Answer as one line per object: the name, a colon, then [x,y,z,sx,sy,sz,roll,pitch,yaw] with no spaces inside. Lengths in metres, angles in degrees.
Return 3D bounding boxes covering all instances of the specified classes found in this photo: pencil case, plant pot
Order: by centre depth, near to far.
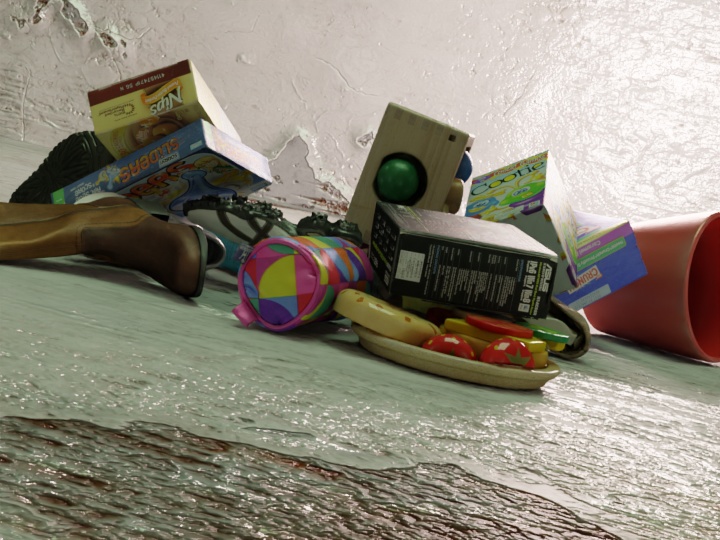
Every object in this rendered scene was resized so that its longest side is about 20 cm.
pencil case: [-0.050,0.010,1.245,0.087,0.090,0.200,14,4,16]
plant pot: [0.400,0.019,1.807,0.176,0.203,0.199,3,-3,41]

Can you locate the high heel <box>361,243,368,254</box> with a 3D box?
high heel: [0.000,0.000,1.600,0.198,0.068,0.095,11,9,-43]

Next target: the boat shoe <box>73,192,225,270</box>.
boat shoe: [-0.220,-0.031,1.420,0.068,0.073,0.199,16,-3,36]

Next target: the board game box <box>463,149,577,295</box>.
board game box: [0.186,-0.047,1.565,0.102,0.106,0.200,-20,18,16]

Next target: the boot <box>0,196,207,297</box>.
boot: [-0.254,-0.028,1.254,0.198,0.069,0.188,1,28,-33]

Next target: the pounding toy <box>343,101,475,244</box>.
pounding toy: [0.069,-0.080,1.569,0.141,0.186,0.200,22,7,5]

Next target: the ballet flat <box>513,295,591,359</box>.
ballet flat: [0.166,0.032,1.449,0.198,0.069,0.067,28,15,-11]

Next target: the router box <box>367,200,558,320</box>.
router box: [0.091,-0.012,1.297,0.148,0.063,0.200,9,9,-7]

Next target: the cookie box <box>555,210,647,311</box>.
cookie box: [0.237,-0.003,1.696,0.170,0.076,0.200,-26,12,-9]

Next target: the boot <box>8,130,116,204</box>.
boot: [-0.284,-0.091,1.575,0.181,0.073,0.199,-27,-22,32]

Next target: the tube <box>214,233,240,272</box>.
tube: [-0.133,-0.027,1.569,0.199,0.078,0.050,24,-13,49]

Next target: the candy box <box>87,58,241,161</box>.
candy box: [-0.202,-0.143,1.464,0.114,0.056,0.200,-16,-21,5]

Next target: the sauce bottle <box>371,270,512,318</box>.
sauce bottle: [0.069,0.030,1.431,0.066,0.067,0.199,8,6,-45]

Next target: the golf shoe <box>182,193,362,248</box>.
golf shoe: [-0.098,-0.024,1.435,0.197,0.096,0.078,14,11,8]

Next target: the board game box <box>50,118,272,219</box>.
board game box: [-0.213,-0.088,1.466,0.198,0.035,0.135,-23,-23,22]

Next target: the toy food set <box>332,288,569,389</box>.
toy food set: [0.084,0.059,1.212,0.198,0.049,0.197,14,5,26]
